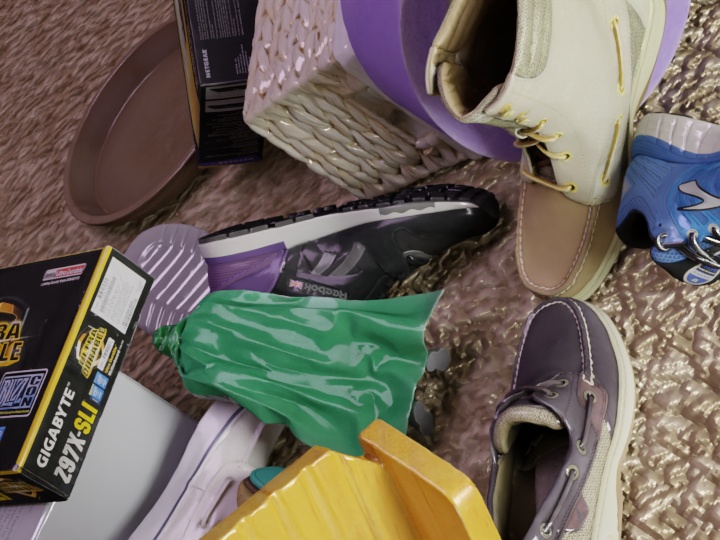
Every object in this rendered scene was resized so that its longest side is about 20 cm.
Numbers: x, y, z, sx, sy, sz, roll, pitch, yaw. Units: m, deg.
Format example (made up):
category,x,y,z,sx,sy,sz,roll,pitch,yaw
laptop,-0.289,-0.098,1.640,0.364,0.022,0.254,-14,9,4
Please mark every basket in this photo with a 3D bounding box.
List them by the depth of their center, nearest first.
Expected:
category,x,y,z,sx,sy,sz,roll,pitch,yaw
basket,0.012,-0.164,1.450,0.123,0.135,0.201,-29,41,39

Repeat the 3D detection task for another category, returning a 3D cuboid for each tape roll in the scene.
category,x,y,z,sx,sy,sz,roll,pitch,yaw
tape roll,0.093,-0.171,1.290,0.200,0.200,0.085,-54,33,2

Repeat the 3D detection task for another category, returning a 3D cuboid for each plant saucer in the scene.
category,x,y,z,sx,sy,sz,roll,pitch,yaw
plant saucer,-0.161,-0.118,1.717,0.200,0.029,0.201,-32,39,31

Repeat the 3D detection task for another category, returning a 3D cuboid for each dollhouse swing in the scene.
category,x,y,z,sx,sy,sz,roll,pitch,yaw
dollhouse swing,0.020,0.205,1.026,0.200,0.182,0.176,-37,26,-27

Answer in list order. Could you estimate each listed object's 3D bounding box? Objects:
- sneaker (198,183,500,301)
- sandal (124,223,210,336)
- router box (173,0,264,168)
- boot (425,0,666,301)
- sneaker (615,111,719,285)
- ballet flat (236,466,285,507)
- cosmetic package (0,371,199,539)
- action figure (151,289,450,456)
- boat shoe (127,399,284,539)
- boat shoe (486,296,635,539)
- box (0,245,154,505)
category,x,y,z,sx,sy,sz,roll,pitch,yaw
sneaker,0.000,0.000,1.383,0.199,0.088,0.076,-11,6,20
sandal,-0.093,0.027,1.487,0.202,0.050,0.083,23,76,41
router box,-0.106,-0.195,1.553,0.157,0.052,0.201,103,159,-70
boot,0.095,-0.078,1.206,0.072,0.154,0.201,19,102,35
sneaker,0.206,-0.029,1.152,0.200,0.078,0.089,9,75,63
ballet flat,-0.009,0.173,1.255,0.200,0.068,0.063,26,109,56
cosmetic package,-0.216,0.174,1.444,0.200,0.123,0.200,2,62,53
action figure,-0.045,0.056,1.334,0.199,0.055,0.119,10,77,29
boat shoe,-0.087,0.152,1.362,0.070,0.071,0.200,24,66,23
boat shoe,0.103,0.091,1.171,0.072,0.065,0.201,-25,44,37
box,-0.234,0.073,1.406,0.200,0.049,0.160,-9,55,47
